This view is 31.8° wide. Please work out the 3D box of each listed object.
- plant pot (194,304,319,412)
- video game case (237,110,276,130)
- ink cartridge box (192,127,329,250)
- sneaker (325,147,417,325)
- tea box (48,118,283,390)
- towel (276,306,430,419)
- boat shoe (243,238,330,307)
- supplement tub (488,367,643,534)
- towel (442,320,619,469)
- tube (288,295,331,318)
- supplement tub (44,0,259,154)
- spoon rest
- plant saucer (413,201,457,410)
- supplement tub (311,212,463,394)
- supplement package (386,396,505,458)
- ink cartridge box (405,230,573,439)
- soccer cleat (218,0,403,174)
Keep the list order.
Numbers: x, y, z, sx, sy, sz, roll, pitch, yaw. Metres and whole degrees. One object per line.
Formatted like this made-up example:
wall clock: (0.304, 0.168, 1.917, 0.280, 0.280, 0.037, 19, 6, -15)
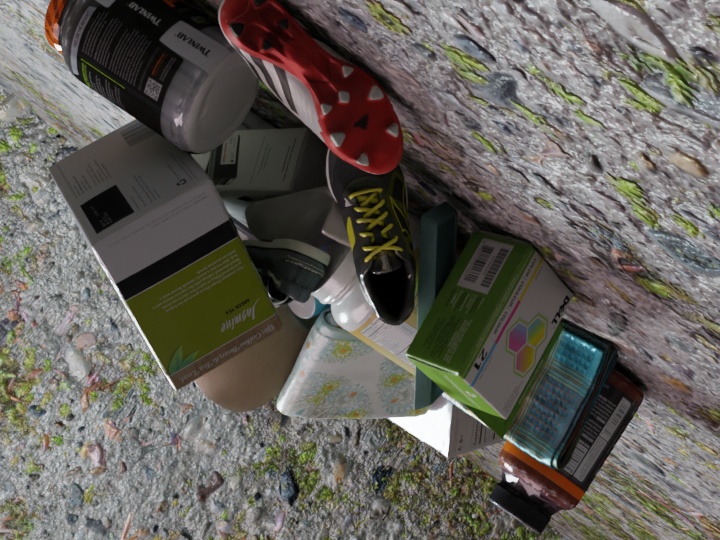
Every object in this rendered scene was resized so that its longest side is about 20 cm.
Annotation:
plant pot: (-0.117, 0.054, 1.525, 0.200, 0.134, 0.201, 42, -145, -39)
video game case: (-0.181, -0.184, 1.571, 0.181, 0.046, 0.200, 35, 172, 2)
ink cartridge box: (-0.120, -0.090, 1.452, 0.199, 0.085, 0.145, 2, 154, 30)
sneaker: (0.021, -0.040, 1.206, 0.085, 0.074, 0.201, -108, 0, -68)
tea box: (-0.202, -0.023, 1.301, 0.200, 0.133, 0.197, 47, 163, 53)
towel: (0.017, 0.113, 1.496, 0.199, 0.172, 0.048, 3, -137, -25)
boat shoe: (-0.096, 0.006, 1.366, 0.072, 0.062, 0.200, 24, 168, -23)
supplement tub: (0.227, 0.195, 1.430, 0.107, 0.201, 0.107, 34, 176, 3)
towel: (0.181, 0.116, 1.405, 0.022, 0.147, 0.200, 19, -174, -43)
tube: (0.000, 0.000, 1.483, 0.077, 0.199, 0.051, 35, 131, 32)
supplement tub: (-0.207, -0.213, 1.244, 0.199, 0.123, 0.123, 34, 172, 17)
spoon rest: (-0.056, -0.052, 1.341, 0.099, 0.061, 0.200, 27, 167, -25)
plant saucer: (0.076, 0.036, 1.257, 0.019, 0.201, 0.070, 7, -162, 23)
supplement tub: (0.058, 0.027, 1.365, 0.199, 0.145, 0.144, 34, 172, -12)
supplement package: (0.097, 0.124, 1.647, 0.110, 0.157, 0.200, -11, -156, -36)
ink cartridge box: (0.154, 0.077, 1.265, 0.076, 0.148, 0.200, 17, 161, 45)
soccer cleat: (-0.041, -0.161, 1.068, 0.200, 0.069, 0.085, 42, 180, -13)
